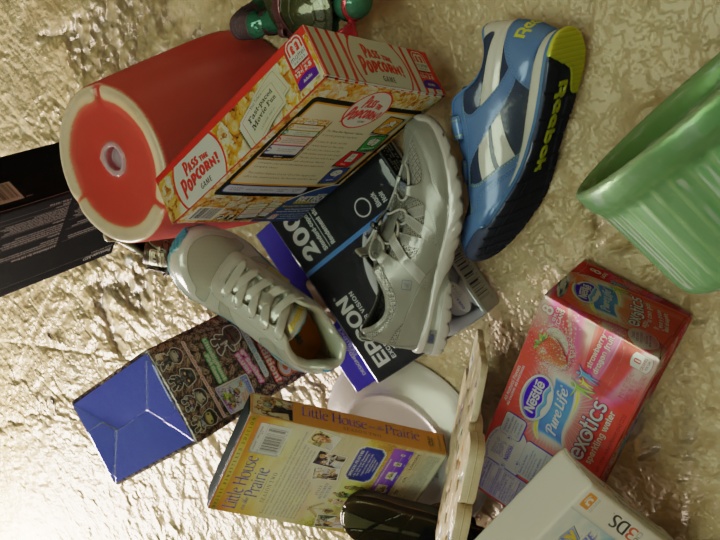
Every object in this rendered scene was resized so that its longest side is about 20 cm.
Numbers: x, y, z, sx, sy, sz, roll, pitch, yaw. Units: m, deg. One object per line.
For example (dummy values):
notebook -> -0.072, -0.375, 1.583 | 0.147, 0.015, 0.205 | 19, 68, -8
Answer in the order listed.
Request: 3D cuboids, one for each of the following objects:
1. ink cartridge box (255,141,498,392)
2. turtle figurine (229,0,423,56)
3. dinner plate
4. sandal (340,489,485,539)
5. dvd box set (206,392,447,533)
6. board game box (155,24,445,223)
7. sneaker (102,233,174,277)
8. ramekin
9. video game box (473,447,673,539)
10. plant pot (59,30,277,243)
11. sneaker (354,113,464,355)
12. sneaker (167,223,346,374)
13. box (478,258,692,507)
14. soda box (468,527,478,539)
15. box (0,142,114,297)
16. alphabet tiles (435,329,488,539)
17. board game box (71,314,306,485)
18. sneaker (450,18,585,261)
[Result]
ink cartridge box -> 0.000, 0.000, 0.832 | 0.199, 0.043, 0.199 | -37, 85, 35
turtle figurine -> -0.040, -0.237, 0.746 | 0.198, 0.100, 0.152 | 18, 118, 36
dinner plate -> 0.041, 0.185, 0.899 | 0.198, 0.024, 0.203 | 14, 116, 30
sandal -> 0.074, 0.259, 0.860 | 0.198, 0.055, 0.082 | 22, 120, -4
dvd box set -> -0.035, 0.195, 0.845 | 0.197, 0.030, 0.147 | 14, 126, -16
board game box -> -0.049, -0.108, 0.710 | 0.199, 0.151, 0.047 | -36, 71, 35
sneaker -> -0.198, -0.011, 0.959 | 0.198, 0.075, 0.071 | 24, 121, 27
ramekin -> 0.241, -0.078, 0.541 | 0.098, 0.200, 0.200 | 48, 129, 1
video game box -> 0.145, 0.256, 0.684 | 0.200, 0.182, 0.047 | -48, 34, 6
plant pot -> -0.172, -0.120, 0.832 | 0.198, 0.177, 0.203 | 14, 115, 31
sneaker -> 0.037, -0.026, 0.718 | 0.081, 0.075, 0.203 | 1, 101, -8
sneaker -> -0.090, 0.026, 0.810 | 0.200, 0.077, 0.080 | 40, 163, -33
box -> 0.176, 0.109, 0.722 | 0.102, 0.094, 0.202 | 29, 123, 23
soda box -> 0.143, 0.325, 0.793 | 0.063, 0.071, 0.200 | -42, 108, 3
box -> -0.357, -0.061, 0.974 | 0.079, 0.199, 0.142 | 40, 126, 15
alphabet tiles -> 0.088, 0.157, 0.742 | 0.014, 0.200, 0.198 | 11, 101, 3
board game box -> -0.164, 0.115, 0.904 | 0.159, 0.199, 0.098 | -31, 88, 39
sneaker -> 0.113, -0.105, 0.702 | 0.082, 0.074, 0.202 | 30, 118, 30
